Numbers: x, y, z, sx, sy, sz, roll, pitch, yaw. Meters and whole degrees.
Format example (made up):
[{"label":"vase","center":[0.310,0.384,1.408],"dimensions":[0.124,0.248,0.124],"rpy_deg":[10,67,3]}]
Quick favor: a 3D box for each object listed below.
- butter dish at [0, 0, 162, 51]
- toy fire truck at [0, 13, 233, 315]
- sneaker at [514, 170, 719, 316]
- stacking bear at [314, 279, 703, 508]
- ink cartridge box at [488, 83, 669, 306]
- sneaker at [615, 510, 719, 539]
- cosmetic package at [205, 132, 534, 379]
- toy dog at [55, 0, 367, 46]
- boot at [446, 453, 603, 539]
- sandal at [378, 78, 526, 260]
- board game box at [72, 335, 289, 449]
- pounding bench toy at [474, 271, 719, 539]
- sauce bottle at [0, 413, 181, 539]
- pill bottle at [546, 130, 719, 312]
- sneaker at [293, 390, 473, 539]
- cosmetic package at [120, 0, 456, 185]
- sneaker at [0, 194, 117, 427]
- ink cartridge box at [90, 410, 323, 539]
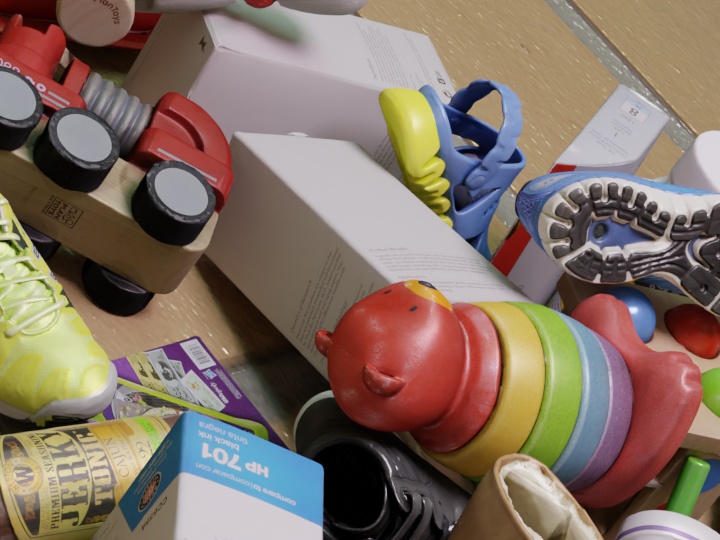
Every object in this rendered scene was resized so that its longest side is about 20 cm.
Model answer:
[{"label":"butter dish","center":[-0.196,-0.258,1.595],"dimensions":[0.199,0.148,0.200],"rpy_deg":[4,45,-40]},{"label":"toy fire truck","center":[-0.166,-0.088,1.455],"dimensions":[0.175,0.129,0.201],"rpy_deg":[28,43,-12]},{"label":"sneaker","center":[0.181,-0.026,1.444],"dimensions":[0.199,0.079,0.089],"rpy_deg":[14,12,-29]},{"label":"stacking bear","center":[0.069,0.061,1.320],"dimensions":[0.199,0.114,0.121],"rpy_deg":[16,16,-35]},{"label":"ink cartridge box","center":[0.120,-0.015,1.556],"dimensions":[0.047,0.161,0.200],"rpy_deg":[34,37,5]},{"label":"sneaker","center":[0.200,0.238,1.355],"dimensions":[0.201,0.072,0.115],"rpy_deg":[56,35,-18]},{"label":"cosmetic package","center":[0.000,0.000,1.451],"dimensions":[0.107,0.085,0.200],"rpy_deg":[3,28,-39]},{"label":"toy dog","center":[-0.098,-0.206,1.483],"dimensions":[0.198,0.097,0.132],"rpy_deg":[-14,48,-15]},{"label":"boot","center":[0.068,0.221,1.182],"dimensions":[0.066,0.200,0.176],"rpy_deg":[-9,53,-48]},{"label":"sandal","center":[0.072,-0.058,1.571],"dimensions":[0.086,0.200,0.080],"rpy_deg":[-22,60,-4]},{"label":"board game box","center":[-0.077,0.127,1.328],"dimensions":[0.200,0.032,0.120],"rpy_deg":[50,32,21]},{"label":"pounding bench toy","center":[0.171,0.121,1.446],"dimensions":[0.123,0.156,0.201],"rpy_deg":[13,39,-32]},{"label":"sauce bottle","center":[-0.171,0.115,1.210],"dimensions":[0.199,0.065,0.065],"rpy_deg":[-8,52,-33]},{"label":"pill bottle","center":[0.204,0.011,1.576],"dimensions":[0.114,0.200,0.115],"rpy_deg":[24,34,-17]},{"label":"sneaker","center":[0.037,0.150,1.314],"dimensions":[0.200,0.071,0.099],"rpy_deg":[40,13,0]},{"label":"cosmetic package","center":[-0.045,-0.115,1.593],"dimensions":[0.199,0.108,0.085],"rpy_deg":[13,38,-33]},{"label":"sneaker","center":[-0.206,0.005,1.302],"dimensions":[0.075,0.077,0.200],"rpy_deg":[-32,65,-31]},{"label":"ink cartridge box","center":[-0.085,0.191,1.127],"dimensions":[0.085,0.147,0.201],"rpy_deg":[25,34,-18]}]
